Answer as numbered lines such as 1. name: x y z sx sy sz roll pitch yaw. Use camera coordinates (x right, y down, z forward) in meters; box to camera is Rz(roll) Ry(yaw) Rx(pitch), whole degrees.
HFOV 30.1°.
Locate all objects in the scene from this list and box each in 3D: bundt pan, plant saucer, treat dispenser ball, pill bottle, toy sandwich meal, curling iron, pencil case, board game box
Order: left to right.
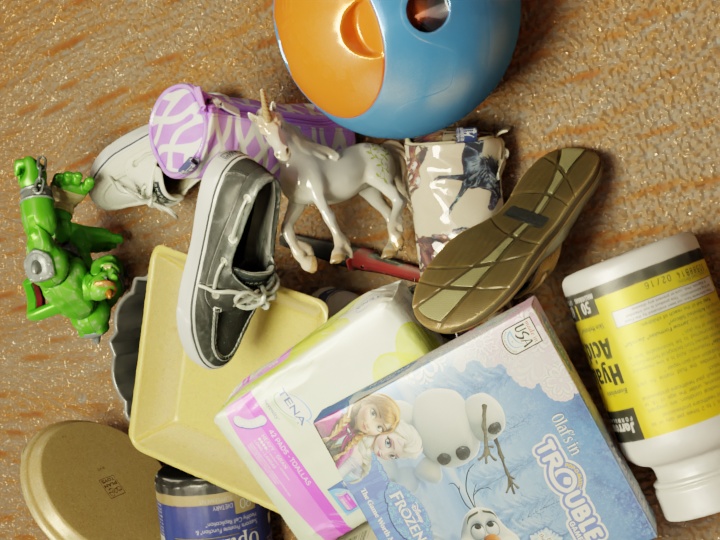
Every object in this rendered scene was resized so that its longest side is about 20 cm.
1. toy sandwich meal: -0.266 0.243 1.369 0.070 0.204 0.206 -47 72 29
2. bundt pan: -0.150 0.088 1.317 0.200 0.075 0.205 5 99 31
3. pill bottle: -0.139 0.290 1.327 0.111 0.111 0.203 -2 97 35
4. plant saucer: -0.112 0.094 1.222 0.198 0.048 0.203 18 107 29
5. pencil case: -0.091 -0.118 1.169 0.086 0.199 0.084 -48 61 30
6. curling iron: 0.000 0.000 1.229 0.198 0.025 0.050 22 108 31
7. treat dispenser ball: 0.029 -0.207 1.066 0.199 0.200 0.204 7 102 34
8. pencil case: 0.091 -0.021 1.130 0.088 0.078 0.203 -5 96 21
9. board game box: 0.096 0.155 1.035 0.197 0.043 0.202 -29 94 14
10. pill bottle: 0.237 0.082 1.024 0.111 0.111 0.202 -23 85 35

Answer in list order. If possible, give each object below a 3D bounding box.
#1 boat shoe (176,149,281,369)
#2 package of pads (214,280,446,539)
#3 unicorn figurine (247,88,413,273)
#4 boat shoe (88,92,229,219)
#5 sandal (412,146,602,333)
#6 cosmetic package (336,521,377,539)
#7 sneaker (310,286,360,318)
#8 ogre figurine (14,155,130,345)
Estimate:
1. boat shoe: -0.101 0.002 1.119 0.068 0.073 0.202 29 117 32
2. package of pads: -0.006 0.119 1.109 0.199 0.068 0.155 -34 95 19
3. unicorn figurine: -0.025 -0.074 1.134 0.073 0.199 0.139 -18 83 39
4. boat shoe: -0.194 -0.090 1.312 0.200 0.074 0.087 -26 53 30
5. sandal: 0.126 -0.017 1.070 0.080 0.200 0.054 27 156 43
6. cosmetic package: 0.062 0.298 1.150 0.200 0.071 0.105 42 130 -17
7. sneaker: -0.027 0.113 1.253 0.088 0.075 0.203 31 112 44
8. ogre figurine: -0.283 -0.009 1.318 0.201 0.097 0.121 95 172 -56
